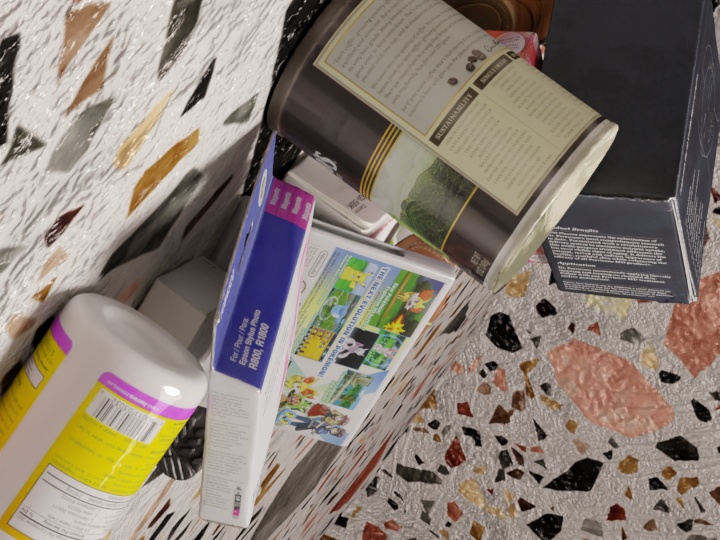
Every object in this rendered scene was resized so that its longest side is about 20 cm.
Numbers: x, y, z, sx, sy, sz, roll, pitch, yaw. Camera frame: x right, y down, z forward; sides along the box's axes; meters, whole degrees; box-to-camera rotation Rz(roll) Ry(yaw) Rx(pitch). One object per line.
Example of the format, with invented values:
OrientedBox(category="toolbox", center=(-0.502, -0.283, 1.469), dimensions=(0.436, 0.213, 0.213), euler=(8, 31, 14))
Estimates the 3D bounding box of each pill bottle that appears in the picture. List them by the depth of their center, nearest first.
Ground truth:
OrientedBox(category="pill bottle", center=(-0.191, 0.121, 0.993), dimensions=(0.200, 0.104, 0.104), euler=(-54, 171, 8))

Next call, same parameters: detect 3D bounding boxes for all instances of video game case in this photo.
OrientedBox(category="video game case", center=(-0.050, 0.046, 1.254), dimensions=(0.200, 0.182, 0.022), euler=(-59, -156, 32))

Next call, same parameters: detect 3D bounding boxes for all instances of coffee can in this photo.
OrientedBox(category="coffee can", center=(0.057, -0.100, 1.101), dimensions=(0.146, 0.200, 0.146), euler=(-51, 170, -12))

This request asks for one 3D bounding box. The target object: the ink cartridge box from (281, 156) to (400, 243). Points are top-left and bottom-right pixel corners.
OrientedBox(category="ink cartridge box", center=(-0.040, -0.010, 1.327), dimensions=(0.200, 0.083, 0.147), euler=(-59, 171, 32))

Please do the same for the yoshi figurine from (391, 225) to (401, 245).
OrientedBox(category="yoshi figurine", center=(-0.001, 0.014, 1.477), dimensions=(0.113, 0.112, 0.200), euler=(-56, 179, -26))

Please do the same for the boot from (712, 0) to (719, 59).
OrientedBox(category="boot", center=(0.283, -0.204, 1.379), dimensions=(0.132, 0.070, 0.200), euler=(-33, 147, -58))

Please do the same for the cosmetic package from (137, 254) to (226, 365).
OrientedBox(category="cosmetic package", center=(-0.164, 0.086, 1.171), dimensions=(0.200, 0.051, 0.083), euler=(-57, 174, 21))

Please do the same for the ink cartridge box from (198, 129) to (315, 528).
OrientedBox(category="ink cartridge box", center=(-0.069, 0.041, 1.093), dimensions=(0.197, 0.043, 0.200), euler=(-77, 179, -46))

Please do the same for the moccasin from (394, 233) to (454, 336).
OrientedBox(category="moccasin", center=(0.012, 0.050, 1.356), dimensions=(0.201, 0.074, 0.078), euler=(-47, -173, 27))

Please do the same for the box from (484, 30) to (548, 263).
OrientedBox(category="box", center=(0.102, -0.097, 1.280), dimensions=(0.200, 0.099, 0.096), euler=(66, 34, -56))

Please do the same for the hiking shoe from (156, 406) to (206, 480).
OrientedBox(category="hiking shoe", center=(-0.113, 0.108, 1.475), dimensions=(0.200, 0.076, 0.101), euler=(-41, 180, 5))

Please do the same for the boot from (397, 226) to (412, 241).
OrientedBox(category="boot", center=(0.068, -0.093, 1.653), dimensions=(0.200, 0.073, 0.096), euler=(-59, 168, -20))

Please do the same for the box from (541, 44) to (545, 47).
OrientedBox(category="box", center=(0.219, -0.281, 1.407), dimensions=(0.107, 0.148, 0.200), euler=(-49, 171, -24))

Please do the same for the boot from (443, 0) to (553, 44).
OrientedBox(category="boot", center=(0.125, -0.208, 1.347), dimensions=(0.155, 0.077, 0.200), euler=(-34, 169, -26))

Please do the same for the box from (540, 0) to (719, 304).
OrientedBox(category="box", center=(0.216, -0.105, 1.268), dimensions=(0.197, 0.124, 0.200), euler=(60, 39, -62))
